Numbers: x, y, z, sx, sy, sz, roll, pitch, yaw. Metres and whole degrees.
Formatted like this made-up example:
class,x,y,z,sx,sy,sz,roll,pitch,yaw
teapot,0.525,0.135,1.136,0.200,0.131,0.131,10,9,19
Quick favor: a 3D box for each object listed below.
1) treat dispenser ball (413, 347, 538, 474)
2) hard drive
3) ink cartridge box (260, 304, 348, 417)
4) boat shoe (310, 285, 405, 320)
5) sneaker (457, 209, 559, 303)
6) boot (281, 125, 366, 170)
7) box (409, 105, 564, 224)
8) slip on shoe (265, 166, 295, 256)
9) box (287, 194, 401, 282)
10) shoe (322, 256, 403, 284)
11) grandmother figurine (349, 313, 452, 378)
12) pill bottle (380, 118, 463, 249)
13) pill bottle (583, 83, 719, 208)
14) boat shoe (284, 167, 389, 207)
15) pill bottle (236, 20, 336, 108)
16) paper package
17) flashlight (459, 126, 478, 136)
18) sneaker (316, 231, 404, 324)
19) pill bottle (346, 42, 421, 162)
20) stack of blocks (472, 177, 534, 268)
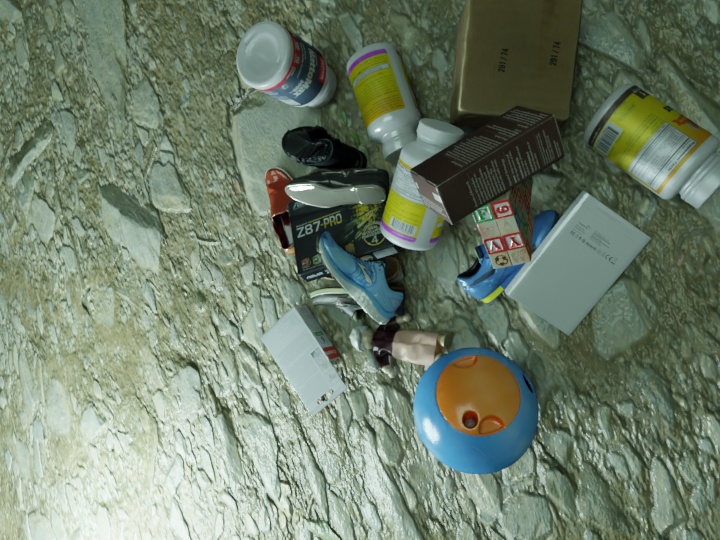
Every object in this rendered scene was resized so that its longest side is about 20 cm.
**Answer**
class,x,y,z,sx,sy,sz,roll,pitch,yaw
treat dispenser ball,0.187,0.227,0.947,0.200,0.201,0.202,0,90,27
hard drive,0.346,-0.009,0.933,0.132,0.027,0.200,33,105,-8
ink cartridge box,-0.106,0.181,1.181,0.109,0.050,0.200,-42,73,20
boat shoe,-0.009,0.064,1.118,0.200,0.072,0.066,-4,83,25
sneaker,0.247,-0.034,0.980,0.078,0.066,0.200,38,110,-9
boot,-0.102,-0.242,1.114,0.200,0.168,0.077,25,99,25
box,0.185,-0.158,0.853,0.200,0.100,0.075,-29,119,-5
slip on shoe,-0.157,-0.126,1.202,0.074,0.061,0.201,-22,79,27
box,-0.033,-0.083,1.109,0.199,0.049,0.162,-17,65,15
shoe,-0.009,-0.002,1.128,0.199,0.053,0.070,9,75,26
grandmother figurine,0.067,0.141,1.092,0.199,0.061,0.122,8,65,30
pill bottle,0.106,-0.143,0.964,0.104,0.104,0.201,30,120,24
pill bottle,0.447,-0.183,0.868,0.200,0.109,0.109,44,108,20
boat shoe,-0.041,-0.159,1.081,0.199,0.067,0.057,3,56,18
pill bottle,-0.131,-0.382,1.112,0.119,0.200,0.120,0,90,27
paper package,0.248,-0.335,0.943,0.190,0.103,0.201,5,92,2
flashlight,0.178,-0.243,1.034,0.067,0.068,0.201,11,91,1
sneaker,0.000,0.000,1.037,0.090,0.078,0.200,-44,102,-1
pill bottle,0.050,-0.307,1.073,0.104,0.104,0.201,-22,80,25
stack of blocks,0.234,-0.111,0.929,0.058,0.200,0.115,-12,123,28
